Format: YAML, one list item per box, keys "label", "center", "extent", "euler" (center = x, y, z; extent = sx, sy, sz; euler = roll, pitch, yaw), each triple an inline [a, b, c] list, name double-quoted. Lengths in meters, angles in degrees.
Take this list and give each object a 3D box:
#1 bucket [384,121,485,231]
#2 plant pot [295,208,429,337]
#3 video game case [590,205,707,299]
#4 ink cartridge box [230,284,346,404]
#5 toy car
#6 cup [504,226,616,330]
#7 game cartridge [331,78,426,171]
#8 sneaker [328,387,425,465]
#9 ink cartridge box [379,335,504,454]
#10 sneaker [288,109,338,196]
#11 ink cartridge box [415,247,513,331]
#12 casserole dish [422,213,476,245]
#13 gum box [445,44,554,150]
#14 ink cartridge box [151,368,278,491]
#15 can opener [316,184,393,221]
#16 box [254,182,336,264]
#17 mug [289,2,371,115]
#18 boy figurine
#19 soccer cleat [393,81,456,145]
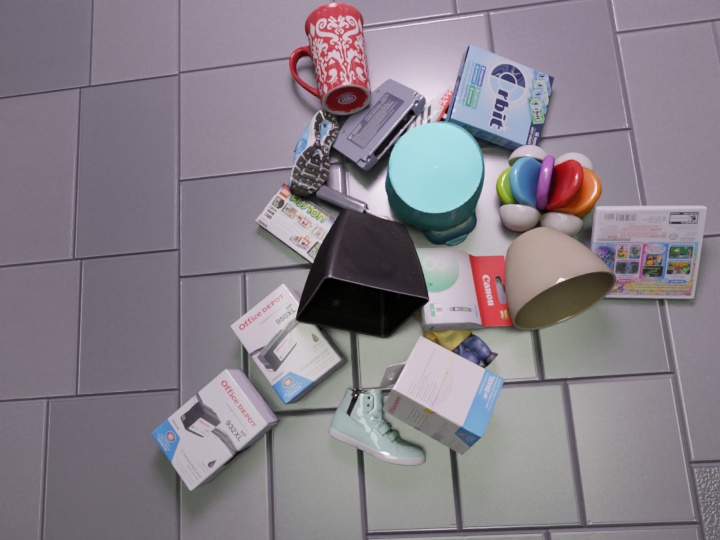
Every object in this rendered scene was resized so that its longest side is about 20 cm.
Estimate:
- label: "bucket"
  center: [0.145, -0.185, 1.072]
  extent: [0.207, 0.135, 0.208]
  euler: [0, 83, 4]
- label: "plant pot"
  center: [0.000, 0.000, 1.055]
  extent: [0.199, 0.200, 0.178]
  euler: [12, 59, -18]
- label: "video game case"
  center: [0.552, -0.034, 1.056]
  extent: [0.199, 0.024, 0.183]
  euler: [1, 106, 7]
- label: "ink cartridge box"
  center: [-0.147, 0.151, 1.115]
  extent: [0.145, 0.084, 0.200]
  euler: [-39, 77, -2]
- label: "toy car"
  center: [0.373, -0.166, 1.075]
  extent: [0.199, 0.150, 0.175]
  euler: [13, 82, 9]
- label: "cup"
  center: [0.357, 0.003, 1.040]
  extent: [0.200, 0.200, 0.143]
  euler: [-22, 59, 3]
- label: "game cartridge"
  center: [0.034, -0.319, 1.178]
  extent: [0.200, 0.042, 0.133]
  euler: [-49, 47, 1]
- label: "sneaker"
  center: [0.045, 0.300, 1.065]
  extent: [0.200, 0.074, 0.118]
  euler: [18, 89, 13]
- label: "ink cartridge box"
  center: [0.141, 0.228, 1.020]
  extent: [0.200, 0.129, 0.125]
  euler: [28, 59, 9]
- label: "sneaker"
  center: [-0.110, -0.248, 1.193]
  extent: [0.078, 0.090, 0.200]
  euler: [28, 71, -26]
- label: "ink cartridge box"
  center: [0.209, 0.034, 1.072]
  extent: [0.199, 0.050, 0.161]
  euler: [-3, 65, -5]
- label: "casserole dish"
  center: [0.170, -0.151, 1.156]
  extent: [0.121, 0.039, 0.200]
  euler: [-22, 78, 3]
- label: "gum box"
  center: [0.294, -0.357, 1.145]
  extent: [0.200, 0.045, 0.170]
  euler: [17, 81, -9]
- label: "ink cartridge box"
  center: [-0.293, 0.318, 1.102]
  extent: [0.200, 0.084, 0.145]
  euler: [-40, 77, -2]
- label: "can opener"
  center: [-0.009, -0.116, 1.164]
  extent: [0.200, 0.053, 0.067]
  euler: [24, 82, 12]
- label: "box"
  center: [-0.119, -0.091, 1.183]
  extent: [0.200, 0.035, 0.110]
  euler: [36, 86, 12]
- label: "mug"
  center: [-0.056, -0.446, 1.196]
  extent: [0.177, 0.133, 0.201]
  euler: [-28, 65, 45]
- label: "boy figurine"
  center: [0.175, 0.128, 1.090]
  extent: [0.200, 0.064, 0.124]
  euler: [43, 86, 13]
- label: "soccer cleat"
  center: [0.144, -0.336, 1.180]
  extent: [0.085, 0.069, 0.200]
  euler: [34, 90, 8]
